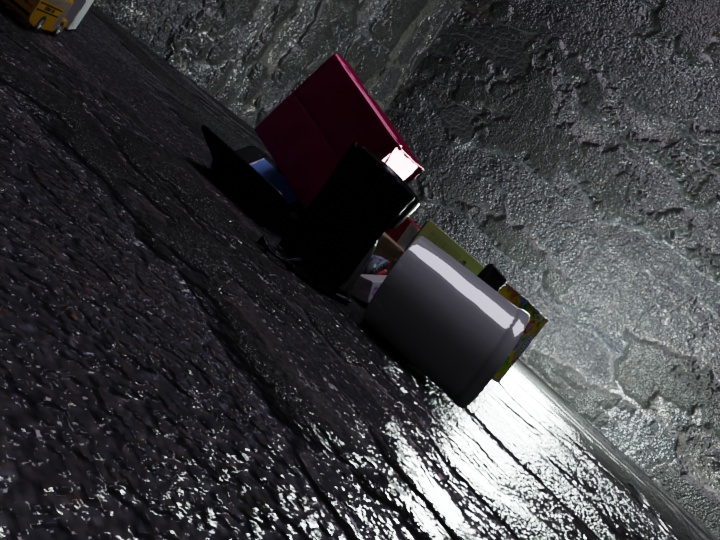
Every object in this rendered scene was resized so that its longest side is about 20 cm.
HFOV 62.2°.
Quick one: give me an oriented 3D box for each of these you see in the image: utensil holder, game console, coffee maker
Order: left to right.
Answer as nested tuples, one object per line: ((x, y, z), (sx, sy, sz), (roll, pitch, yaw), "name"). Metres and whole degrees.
((-0.167, -0.175, 1.055), (0.199, 0.118, 0.175), (41, 41, 11), "game console")
((-0.020, -0.074, 0.884), (0.134, 0.202, 0.192), (39, 6, 15), "coffee maker")
((0.122, 0.074, 0.890), (0.198, 0.172, 0.170), (37, 6, 9), "utensil holder")

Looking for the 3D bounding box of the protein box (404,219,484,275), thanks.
((0.204, 0.002, 1.672), (0.199, 0.200, 0.135), (39, 4, 1), "protein box")

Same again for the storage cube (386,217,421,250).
((0.146, -0.052, 1.851), (0.198, 0.172, 0.180), (38, 8, -17), "storage cube")

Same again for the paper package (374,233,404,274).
((-0.010, -0.087, 1.483), (0.189, 0.104, 0.200), (34, 9, -40), "paper package")

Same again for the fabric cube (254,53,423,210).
((-0.031, -0.215, 1.069), (0.202, 0.199, 0.196), (55, 12, 14), "fabric cube")

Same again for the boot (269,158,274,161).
((-0.127, -0.135, 1.226), (0.200, 0.077, 0.154), (47, 11, 32), "boot")

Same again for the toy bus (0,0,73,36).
((-0.533, -0.447, 0.988), (0.065, 0.079, 0.200), (36, 7, -19), "toy bus")

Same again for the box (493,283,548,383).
((0.321, 0.139, 1.429), (0.122, 0.202, 0.191), (42, 8, 35), "box")

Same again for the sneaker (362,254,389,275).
((0.000, 0.000, 1.171), (0.093, 0.081, 0.200), (22, 2, -3), "sneaker")

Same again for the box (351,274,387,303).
((0.058, 0.033, 1.094), (0.041, 0.040, 0.198), (22, 11, 33), "box")

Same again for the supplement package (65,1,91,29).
((-0.659, -0.621, 1.243), (0.198, 0.122, 0.120), (37, 6, -27), "supplement package")

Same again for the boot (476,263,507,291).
((0.195, 0.068, 1.167), (0.065, 0.202, 0.165), (36, 7, -9), "boot")
